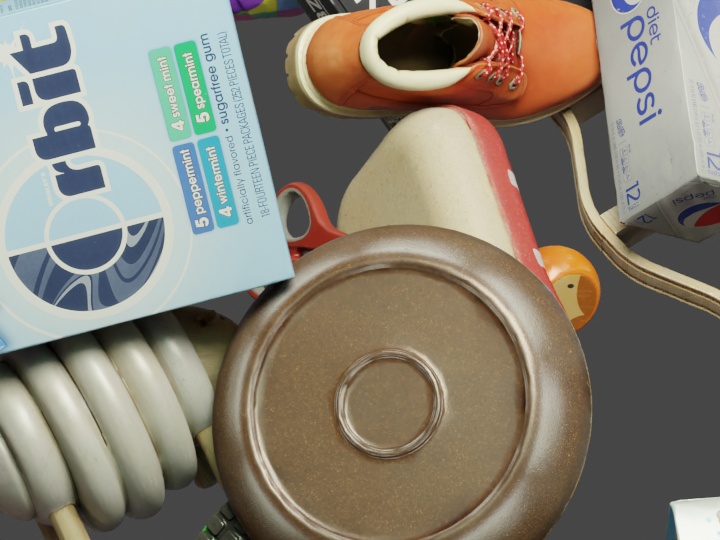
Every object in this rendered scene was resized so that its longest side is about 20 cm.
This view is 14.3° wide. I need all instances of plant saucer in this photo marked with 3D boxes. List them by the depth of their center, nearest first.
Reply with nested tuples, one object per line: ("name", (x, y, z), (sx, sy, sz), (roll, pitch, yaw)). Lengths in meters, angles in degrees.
("plant saucer", (0.017, 0.070, 1.463), (0.199, 0.032, 0.201), (-3, 75, 13))

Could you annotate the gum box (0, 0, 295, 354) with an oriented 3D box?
("gum box", (-0.149, -0.055, 1.456), (0.199, 0.170, 0.045), (-14, 15, -4))

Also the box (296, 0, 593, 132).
("box", (0.059, -0.192, 1.696), (0.200, 0.049, 0.161), (-39, 100, -21))

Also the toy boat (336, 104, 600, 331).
("toy boat", (0.076, 0.011, 1.589), (0.130, 0.131, 0.200), (5, 53, -31))

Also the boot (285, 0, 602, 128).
("boot", (0.069, -0.121, 1.613), (0.199, 0.107, 0.075), (-7, 87, -25))

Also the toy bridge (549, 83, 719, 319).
("toy bridge", (0.164, -0.034, 1.654), (0.067, 0.027, 0.200), (-31, 62, -16))

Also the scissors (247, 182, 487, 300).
("scissors", (0.000, 0.000, 1.569), (0.200, 0.014, 0.073), (19, 90, 51))

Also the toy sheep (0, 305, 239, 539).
("toy sheep", (-0.145, 0.081, 1.530), (0.200, 0.138, 0.138), (-28, 62, -20))

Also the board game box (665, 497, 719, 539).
("board game box", (0.194, 0.232, 1.420), (0.064, 0.148, 0.201), (-6, 58, 0))

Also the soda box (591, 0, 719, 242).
("soda box", (0.179, -0.122, 1.626), (0.063, 0.068, 0.201), (13, 59, -34))

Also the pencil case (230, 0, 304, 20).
("pencil case", (-0.115, -0.178, 1.714), (0.199, 0.088, 0.089), (-8, 59, -4))

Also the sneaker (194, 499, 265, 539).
("sneaker", (-0.029, 0.136, 1.519), (0.078, 0.085, 0.200), (26, 82, 20))
